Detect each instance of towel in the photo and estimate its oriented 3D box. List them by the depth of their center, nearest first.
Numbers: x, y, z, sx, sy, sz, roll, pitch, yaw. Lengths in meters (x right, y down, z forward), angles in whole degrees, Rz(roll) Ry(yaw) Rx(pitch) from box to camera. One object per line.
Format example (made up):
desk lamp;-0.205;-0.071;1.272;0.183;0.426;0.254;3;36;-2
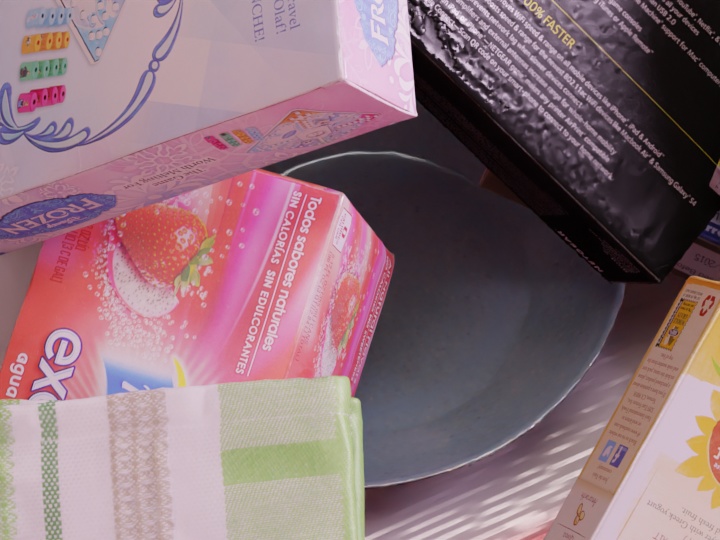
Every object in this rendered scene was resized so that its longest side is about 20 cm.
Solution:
towel;-0.094;0.112;0.832;0.199;0.031;0.150;-4;81;8

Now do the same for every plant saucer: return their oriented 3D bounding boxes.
plant saucer;0.000;0.000;1.008;0.199;0.039;0.202;-2;58;3

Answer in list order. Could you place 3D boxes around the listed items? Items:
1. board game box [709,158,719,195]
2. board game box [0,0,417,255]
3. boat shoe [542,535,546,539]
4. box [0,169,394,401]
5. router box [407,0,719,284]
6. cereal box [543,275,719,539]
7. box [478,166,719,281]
board game box;0.199;-0.014;0.823;0.032;0.121;0.200;-14;47;-41
board game box;-0.080;-0.119;0.858;0.198;0.043;0.201;-17;68;33
boat shoe;0.090;0.107;0.909;0.062;0.073;0.200;40;61;17
box;-0.067;0.066;0.899;0.094;0.103;0.201;16;81;14
router box;0.069;-0.115;0.917;0.200;0.051;0.149;43;78;-15
cereal box;0.115;0.123;0.835;0.143;0.040;0.201;31;87;-18
box;0.132;-0.085;1.026;0.121;0.032;0.201;24;54;1
